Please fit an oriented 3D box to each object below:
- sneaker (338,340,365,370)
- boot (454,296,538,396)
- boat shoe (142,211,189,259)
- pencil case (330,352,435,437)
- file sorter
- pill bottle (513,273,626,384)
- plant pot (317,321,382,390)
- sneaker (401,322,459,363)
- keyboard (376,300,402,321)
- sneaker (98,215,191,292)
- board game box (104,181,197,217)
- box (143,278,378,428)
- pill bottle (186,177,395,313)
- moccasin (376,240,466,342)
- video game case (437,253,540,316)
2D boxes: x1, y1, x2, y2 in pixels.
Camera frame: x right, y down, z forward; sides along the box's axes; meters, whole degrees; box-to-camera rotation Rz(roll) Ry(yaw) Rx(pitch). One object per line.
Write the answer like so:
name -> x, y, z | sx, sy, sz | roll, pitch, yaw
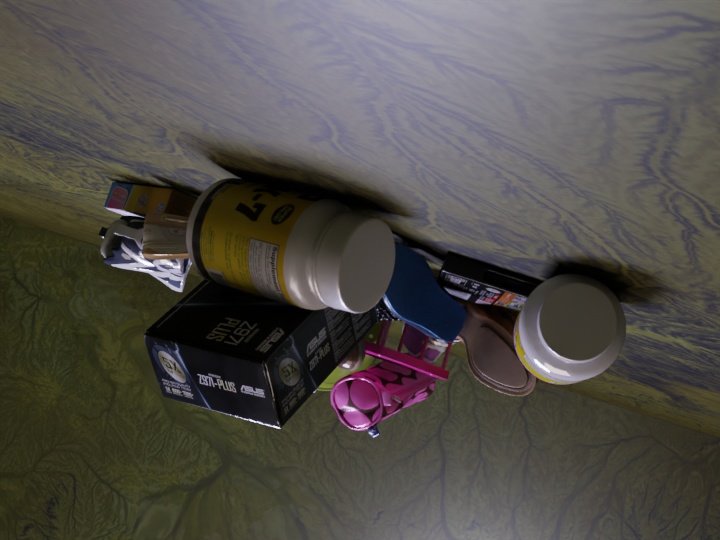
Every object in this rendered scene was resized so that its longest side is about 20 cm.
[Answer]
sneaker -> -0.074, 0.054, 1.462 | 0.075, 0.071, 0.200 | -12, -128, -40
boot -> 0.186, 0.085, 1.480 | 0.154, 0.074, 0.200 | 3, -148, -49
boat shoe -> -0.187, -0.054, 1.504 | 0.198, 0.070, 0.074 | -3, 176, -26
pencil case -> 0.040, 0.172, 1.650 | 0.093, 0.091, 0.200 | -22, 179, 26
file sorter -> 0.026, 0.056, 1.593 | 0.138, 0.126, 0.199 | 23, 173, -42
pill bottle -> 0.209, 0.060, 1.153 | 0.103, 0.105, 0.200 | 17, 174, 7
plant pot -> -0.036, 0.088, 1.923 | 0.199, 0.202, 0.193 | 19, 163, -10
sneaker -> 0.134, 0.091, 1.668 | 0.072, 0.115, 0.200 | 23, 172, -34
keyboard -> -0.022, 0.028, 1.372 | 0.103, 0.040, 0.200 | 4, 157, 31
sneaker -> -0.303, -0.030, 1.624 | 0.129, 0.080, 0.199 | 19, 174, -3
board game box -> -0.253, -0.077, 1.628 | 0.152, 0.041, 0.199 | 22, 173, -36
box -> -0.103, 0.061, 1.234 | 0.163, 0.200, 0.087 | 11, 127, 32
pill bottle -> -0.071, -0.024, 1.169 | 0.199, 0.115, 0.114 | 14, 174, 35
moccasin -> 0.050, 0.028, 1.329 | 0.068, 0.081, 0.200 | 24, 163, 40
video game case -> 0.180, 0.029, 1.364 | 0.179, 0.026, 0.200 | 18, 174, 3
